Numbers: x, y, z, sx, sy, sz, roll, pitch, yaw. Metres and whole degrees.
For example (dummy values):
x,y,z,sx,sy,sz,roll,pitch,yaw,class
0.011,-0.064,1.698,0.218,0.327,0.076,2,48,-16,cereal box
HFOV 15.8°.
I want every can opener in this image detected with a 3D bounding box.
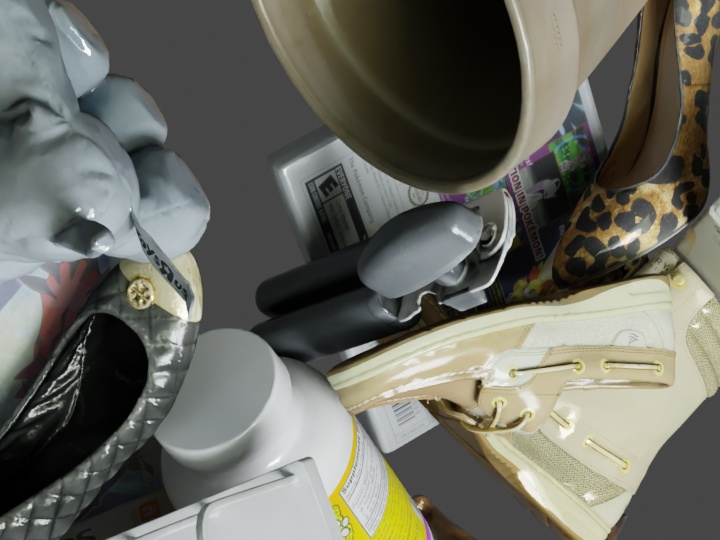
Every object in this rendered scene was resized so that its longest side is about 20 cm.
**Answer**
x,y,z,sx,sy,sz,roll,pitch,yaw,class
0.000,0.000,1.294,0.067,0.199,0.054,27,60,-32,can opener

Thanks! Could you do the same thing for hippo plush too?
x,y,z,sx,sy,sz,roll,pitch,yaw,class
-0.170,-0.019,1.203,0.160,0.201,0.159,-34,148,13,hippo plush

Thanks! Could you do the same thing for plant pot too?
x,y,z,sx,sy,sz,roll,pitch,yaw,class
0.067,-0.164,1.253,0.173,0.199,0.201,-34,128,-29,plant pot

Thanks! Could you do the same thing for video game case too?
x,y,z,sx,sy,sz,roll,pitch,yaw,class
0.058,-0.021,1.412,0.181,0.023,0.201,-29,125,-13,video game case
-0.192,0.080,1.313,0.181,0.023,0.201,-22,123,-18,video game case

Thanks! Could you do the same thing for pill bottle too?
x,y,z,sx,sy,sz,roll,pitch,yaw,class
-0.039,0.114,1.355,0.104,0.104,0.200,-39,138,-6,pill bottle

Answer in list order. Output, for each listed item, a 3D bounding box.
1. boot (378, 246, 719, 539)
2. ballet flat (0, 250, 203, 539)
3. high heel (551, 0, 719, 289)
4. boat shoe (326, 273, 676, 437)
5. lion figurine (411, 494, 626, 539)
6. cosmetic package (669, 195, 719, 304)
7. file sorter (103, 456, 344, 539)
x,y,z,sx,sy,sz,roll,pitch,yaw,class
0.112,0.039,1.416,0.156,0.073,0.200,-48,116,-8,boot
-0.140,0.071,1.269,0.201,0.066,0.057,-56,156,10,ballet flat
0.142,-0.098,1.378,0.200,0.071,0.143,-46,120,-18,high heel
0.080,0.051,1.323,0.199,0.074,0.067,-13,86,-23,boat shoe
0.096,0.179,1.475,0.199,0.122,0.073,-7,118,-27,lion figurine
0.231,-0.026,1.400,0.105,0.200,0.071,-42,85,-7,cosmetic package
-0.104,0.194,1.214,0.199,0.140,0.124,-24,175,23,file sorter
